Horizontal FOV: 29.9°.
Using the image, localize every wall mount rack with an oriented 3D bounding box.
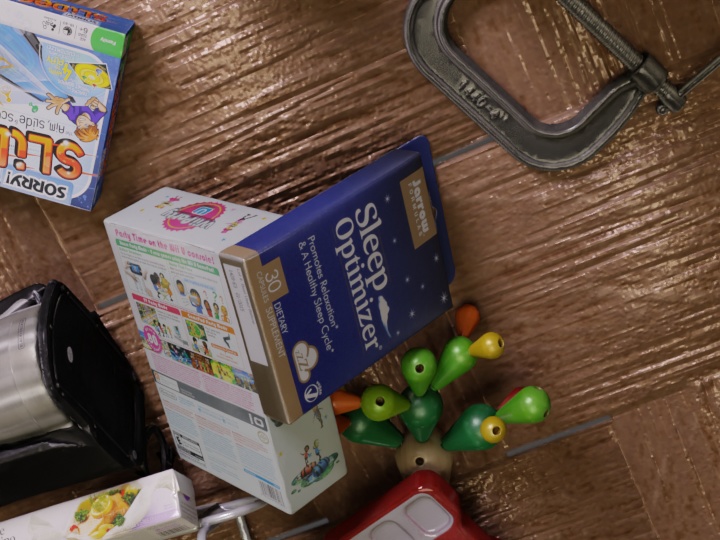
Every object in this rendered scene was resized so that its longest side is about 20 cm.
[{"bbox_3d":[-0.160,0.235,1.031,0.198,0.174,0.076,-17,89,11],"label":"wall mount rack"}]

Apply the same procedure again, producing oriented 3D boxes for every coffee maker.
[{"bbox_3d":[-0.272,0.126,1.007,0.198,0.135,0.194,-19,114,12],"label":"coffee maker"}]

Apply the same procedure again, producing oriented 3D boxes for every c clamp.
[{"bbox_3d":[0.136,-0.156,0.912,0.199,0.027,0.171,34,118,-14],"label":"c clamp"}]

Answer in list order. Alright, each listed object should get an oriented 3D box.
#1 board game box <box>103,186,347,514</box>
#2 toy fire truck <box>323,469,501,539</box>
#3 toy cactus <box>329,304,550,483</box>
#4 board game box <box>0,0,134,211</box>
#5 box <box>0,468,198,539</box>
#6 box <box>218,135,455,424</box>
[{"bbox_3d":[-0.094,0.054,0.956,0.147,0.064,0.202,16,127,46],"label":"board game box"},{"bbox_3d":[0.028,0.256,1.057,0.199,0.113,0.168,-36,111,23],"label":"toy fire truck"},{"bbox_3d":[0.042,0.110,1.019,0.197,0.103,0.166,-5,134,3],"label":"toy cactus"},{"bbox_3d":[-0.267,-0.133,0.937,0.197,0.035,0.137,15,115,-4],"label":"board game box"},{"bbox_3d":[-0.220,0.198,1.014,0.198,0.039,0.041,-19,153,9],"label":"box"},{"bbox_3d":[0.000,0.000,0.913,0.032,0.199,0.123,12,126,44],"label":"box"}]
